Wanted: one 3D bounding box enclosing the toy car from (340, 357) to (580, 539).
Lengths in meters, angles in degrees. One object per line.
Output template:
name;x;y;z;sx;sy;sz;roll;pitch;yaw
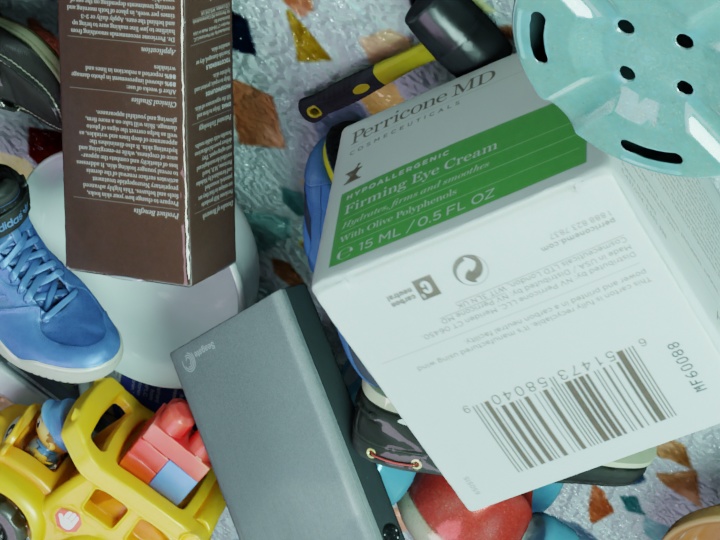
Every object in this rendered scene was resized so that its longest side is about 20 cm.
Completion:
toy car;0.112;0.099;1.544;0.184;0.177;0.200;32;119;-22

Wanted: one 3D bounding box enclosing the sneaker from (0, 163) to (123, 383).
sneaker;-0.250;-0.008;1.568;0.200;0.077;0.112;39;145;19

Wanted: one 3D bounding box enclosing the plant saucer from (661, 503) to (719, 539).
plant saucer;0.303;0.225;1.521;0.199;0.038;0.201;21;145;16

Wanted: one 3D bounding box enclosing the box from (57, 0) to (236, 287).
box;-0.141;-0.097;1.455;0.100;0.075;0.201;8;106;24

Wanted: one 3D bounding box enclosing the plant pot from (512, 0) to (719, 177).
plant pot;0.180;-0.164;1.092;0.199;0.197;0.201;21;145;16

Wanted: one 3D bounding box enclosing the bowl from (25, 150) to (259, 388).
bowl;-0.147;-0.021;1.604;0.200;0.090;0.202;19;131;24

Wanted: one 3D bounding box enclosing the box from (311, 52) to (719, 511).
box;0.109;-0.004;1.315;0.198;0.172;0.200;-22;121;22

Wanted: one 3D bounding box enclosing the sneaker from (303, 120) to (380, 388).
sneaker;0.000;0.000;1.459;0.066;0.201;0.079;4;146;-24

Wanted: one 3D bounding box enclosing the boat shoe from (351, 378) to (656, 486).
boat shoe;0.093;0.109;1.439;0.200;0.074;0.063;11;122;-3

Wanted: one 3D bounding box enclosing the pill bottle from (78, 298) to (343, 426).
pill bottle;-0.107;0.087;1.695;0.199;0.120;0.120;19;143;20

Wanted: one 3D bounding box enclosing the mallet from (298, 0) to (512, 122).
mallet;0.012;-0.136;1.405;0.199;0.041;0.066;-11;128;50

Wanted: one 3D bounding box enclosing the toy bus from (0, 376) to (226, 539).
toy bus;-0.188;0.150;1.616;0.200;0.136;0.192;36;121;-3

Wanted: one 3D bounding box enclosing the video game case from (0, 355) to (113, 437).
video game case;-0.233;0.094;1.783;0.200;0.182;0.023;36;102;-5

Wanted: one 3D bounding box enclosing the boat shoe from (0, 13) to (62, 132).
boat shoe;-0.264;-0.144;1.533;0.201;0.066;0.072;38;157;34

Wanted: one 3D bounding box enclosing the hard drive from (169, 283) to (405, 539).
hard drive;-0.050;0.125;1.503;0.139;0.033;0.201;-29;79;46
